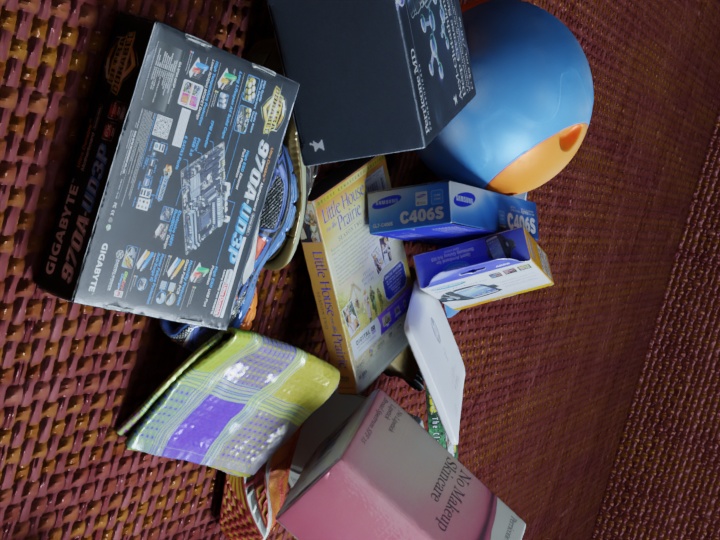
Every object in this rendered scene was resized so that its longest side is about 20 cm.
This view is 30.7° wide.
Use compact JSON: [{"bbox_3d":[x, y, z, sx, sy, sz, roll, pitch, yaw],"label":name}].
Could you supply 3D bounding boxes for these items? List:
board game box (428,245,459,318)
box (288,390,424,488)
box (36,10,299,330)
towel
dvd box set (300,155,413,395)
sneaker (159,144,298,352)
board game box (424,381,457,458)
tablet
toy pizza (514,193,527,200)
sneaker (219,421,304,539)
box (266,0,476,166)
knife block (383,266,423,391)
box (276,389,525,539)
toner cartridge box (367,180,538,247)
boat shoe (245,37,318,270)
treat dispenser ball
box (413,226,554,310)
[{"bbox_3d":[0.112,-0.044,1.524,0.159,0.039,0.201,-60,155,-24],"label":"board game box"},{"bbox_3d":[0.006,0.234,1.446,0.110,0.127,0.201,-61,156,-27],"label":"box"},{"bbox_3d":[-0.135,-0.066,0.948,0.158,0.046,0.202,14,93,-53],"label":"box"},{"bbox_3d":[-0.105,0.117,1.128,0.144,0.023,0.200,-44,150,7],"label":"towel"},{"bbox_3d":[0.000,0.000,1.293,0.146,0.029,0.202,-41,124,-52],"label":"dvd box set"},{"bbox_3d":[-0.108,-0.024,1.059,0.078,0.075,0.202,6,100,-64],"label":"sneaker"},{"bbox_3d":[0.091,0.171,1.453,0.105,0.023,0.203,-16,102,-82],"label":"board game box"},{"bbox_3d":[0.079,0.082,1.330,0.200,0.014,0.131,-69,138,-73],"label":"tablet"},{"bbox_3d":[0.169,-0.066,1.726,0.200,0.031,0.202,-46,146,-45],"label":"toy pizza"},{"bbox_3d":[-0.094,0.166,1.261,0.077,0.072,0.202,-56,165,-69],"label":"sneaker"},{"bbox_3d":[0.014,-0.188,1.078,0.200,0.106,0.150,-49,130,-64],"label":"box"},{"bbox_3d":[0.033,0.090,1.482,0.200,0.063,0.177,-43,143,-50],"label":"knife block"},{"bbox_3d":[0.041,0.236,1.234,0.109,0.200,0.128,-45,-175,31],"label":"box"},{"bbox_3d":[0.098,-0.054,1.331,0.199,0.094,0.044,7,78,-58],"label":"toner cartridge box"},{"bbox_3d":[-0.061,-0.099,1.110,0.065,0.073,0.202,-29,133,-52],"label":"boat shoe"},{"bbox_3d":[0.140,-0.177,1.351,0.201,0.199,0.203,-48,148,-44],"label":"treat dispenser ball"},{"bbox_3d":[0.130,-0.001,1.374,0.200,0.118,0.042,34,42,-71],"label":"box"}]
